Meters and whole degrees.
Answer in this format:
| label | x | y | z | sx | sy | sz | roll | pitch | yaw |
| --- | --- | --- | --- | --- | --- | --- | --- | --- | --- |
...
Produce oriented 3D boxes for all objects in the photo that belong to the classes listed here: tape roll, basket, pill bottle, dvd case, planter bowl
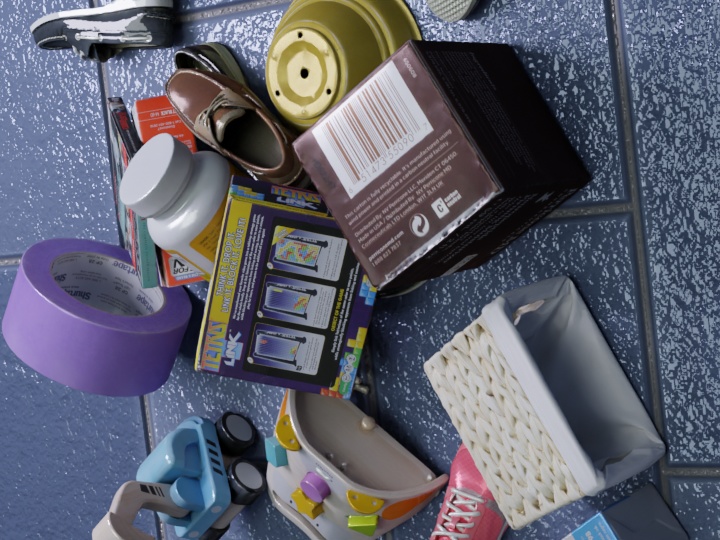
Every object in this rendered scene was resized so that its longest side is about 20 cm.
| label | x | y | z | sx | sy | sz | roll | pitch | yaw |
| --- | --- | --- | --- | --- | --- | --- | --- | --- | --- |
| tape roll | -0.293 | 0.050 | 1.843 | 0.199 | 0.199 | 0.086 | 35 | 116 | 26 |
| basket | 0.171 | 0.127 | 1.567 | 0.123 | 0.135 | 0.202 | -37 | 76 | 38 |
| pill bottle | -0.147 | -0.051 | 1.699 | 0.112 | 0.199 | 0.114 | -32 | 38 | 30 |
| dvd case | -0.251 | -0.088 | 1.810 | 0.200 | 0.022 | 0.148 | -125 | 30 | -60 |
| planter bowl | -0.037 | -0.203 | 1.692 | 0.198 | 0.083 | 0.203 | 6 | 101 | 35 |

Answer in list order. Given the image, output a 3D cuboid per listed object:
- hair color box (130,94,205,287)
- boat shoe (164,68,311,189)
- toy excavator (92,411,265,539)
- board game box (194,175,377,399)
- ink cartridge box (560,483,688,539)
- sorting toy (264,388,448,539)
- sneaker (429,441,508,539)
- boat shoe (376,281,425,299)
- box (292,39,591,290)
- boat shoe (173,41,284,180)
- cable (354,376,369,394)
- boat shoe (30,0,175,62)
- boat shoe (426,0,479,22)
| label | x | y | z | sx | sy | sz | roll | pitch | yaw |
| --- | --- | --- | --- | --- | --- | --- | --- | --- | --- |
| hair color box | -0.204 | -0.086 | 1.809 | 0.111 | 0.063 | 0.203 | 177 | 81 | -79 |
| boat shoe | -0.129 | -0.153 | 1.695 | 0.199 | 0.072 | 0.076 | 35 | 91 | 24 |
| toy excavator | -0.207 | 0.239 | 1.783 | 0.100 | 0.198 | 0.196 | -48 | 42 | 32 |
| board game box | -0.067 | 0.019 | 1.642 | 0.163 | 0.057 | 0.202 | 12 | 118 | -5 |
| ink cartridge box | 0.203 | 0.293 | 1.578 | 0.200 | 0.115 | 0.067 | -44 | 73 | 31 |
| sorting toy | -0.035 | 0.225 | 1.747 | 0.199 | 0.107 | 0.181 | 39 | 141 | 10 |
| sneaker | 0.105 | 0.267 | 1.662 | 0.073 | 0.086 | 0.203 | 16 | 106 | 31 |
| boat shoe | -0.001 | -0.002 | 1.707 | 0.198 | 0.066 | 0.075 | -15 | 89 | 36 |
| box | 0.078 | -0.102 | 1.548 | 0.166 | 0.199 | 0.165 | -39 | 75 | 29 |
| boat shoe | -0.139 | -0.161 | 1.780 | 0.072 | 0.066 | 0.202 | -46 | 69 | 35 |
| cable | -0.082 | 0.081 | 1.776 | 0.198 | 0.051 | 0.098 | 7 | 139 | 30 |
| boat shoe | -0.294 | -0.266 | 1.872 | 0.198 | 0.075 | 0.061 | -7 | 88 | 37 |
| boat shoe | 0.108 | -0.332 | 1.584 | 0.074 | 0.062 | 0.202 | 28 | 127 | 24 |
